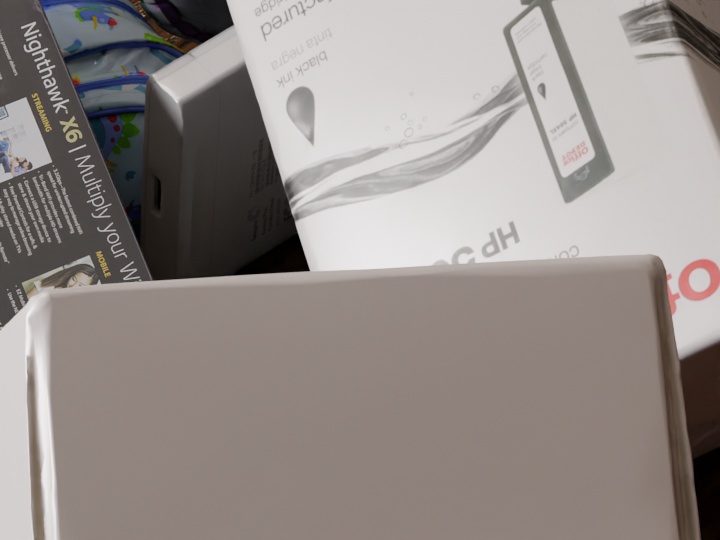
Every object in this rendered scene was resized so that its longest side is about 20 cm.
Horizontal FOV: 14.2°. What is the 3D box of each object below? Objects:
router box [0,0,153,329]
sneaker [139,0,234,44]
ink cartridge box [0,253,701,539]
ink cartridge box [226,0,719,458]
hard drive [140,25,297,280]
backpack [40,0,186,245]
[{"bbox_3d":[-0.167,-0.011,1.090,0.156,0.201,0.052,-22,-10,-5],"label":"router box"},{"bbox_3d":[-0.033,-0.127,1.265,0.087,0.200,0.075,-4,69,21],"label":"sneaker"},{"bbox_3d":[-0.017,0.082,0.693,0.146,0.146,0.200,-4,-6,-14],"label":"ink cartridge box"},{"bbox_3d":[0.056,-0.036,0.921,0.145,0.201,0.084,-29,-25,22],"label":"ink cartridge box"},{"bbox_3d":[-0.006,-0.077,1.197,0.199,0.132,0.027,-33,61,-27],"label":"hard drive"},{"bbox_3d":[-0.158,-0.040,1.210,0.153,0.164,0.200,30,52,33],"label":"backpack"}]
